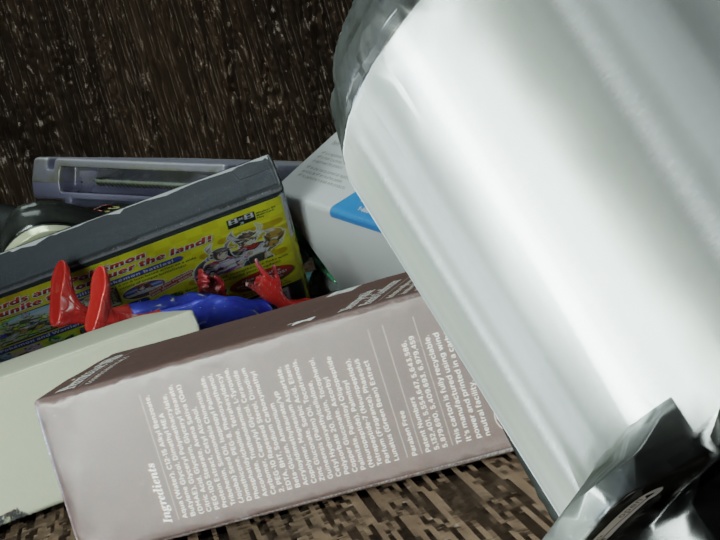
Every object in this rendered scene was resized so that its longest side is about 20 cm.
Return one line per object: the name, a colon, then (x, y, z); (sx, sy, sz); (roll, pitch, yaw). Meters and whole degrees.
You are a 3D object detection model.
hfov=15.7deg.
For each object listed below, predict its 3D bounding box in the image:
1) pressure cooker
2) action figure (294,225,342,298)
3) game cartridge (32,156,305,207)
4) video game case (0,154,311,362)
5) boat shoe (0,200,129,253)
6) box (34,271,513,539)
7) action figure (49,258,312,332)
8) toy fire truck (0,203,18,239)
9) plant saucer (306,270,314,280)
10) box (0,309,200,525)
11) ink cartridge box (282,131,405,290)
pressure cooker: (0.105, -0.003, 0.577); (0.176, 0.200, 0.179); (-36, -20, 8)
action figure: (0.000, 0.000, 1.551); (0.117, 0.055, 0.200); (6, 9, -11)
game cartridge: (-0.085, -0.050, 1.549); (0.129, 0.039, 0.199); (4, 0, -44)
video game case: (-0.127, 0.021, 1.438); (0.199, 0.026, 0.181); (-20, -26, -4)
boat shoe: (-0.144, -0.002, 1.476); (0.073, 0.063, 0.201); (-31, -26, 18)
box: (-0.018, 0.050, 1.051); (0.199, 0.075, 0.100); (-17, 5, 15)
action figure: (-0.064, 0.022, 1.379); (0.199, 0.052, 0.065); (12, -8, -37)
toy fire truck: (-0.276, 0.055, 1.524); (0.128, 0.201, 0.176); (12, -7, -5)
plant saucer: (-0.084, 0.031, 1.797); (0.070, 0.019, 0.200); (-14, 7, 30)
box: (-0.169, 0.081, 1.235); (0.199, 0.069, 0.082); (-19, 5, -26)
ink cartridge box: (0.074, -0.068, 1.412); (0.200, 0.084, 0.144); (-43, 27, -15)
